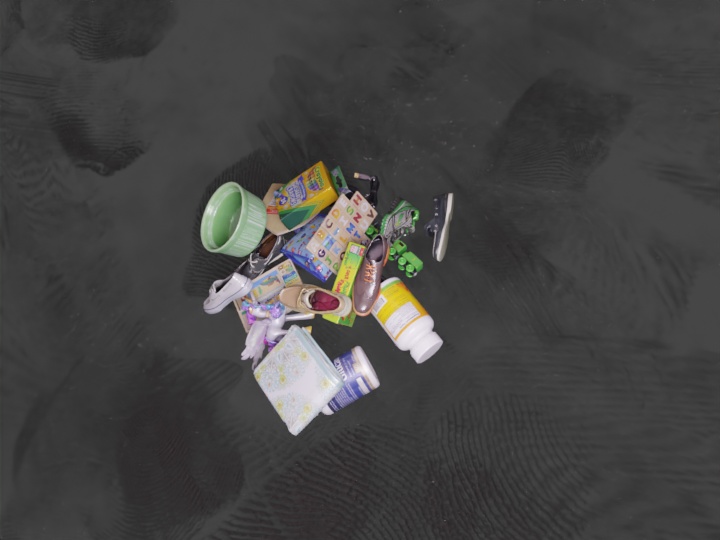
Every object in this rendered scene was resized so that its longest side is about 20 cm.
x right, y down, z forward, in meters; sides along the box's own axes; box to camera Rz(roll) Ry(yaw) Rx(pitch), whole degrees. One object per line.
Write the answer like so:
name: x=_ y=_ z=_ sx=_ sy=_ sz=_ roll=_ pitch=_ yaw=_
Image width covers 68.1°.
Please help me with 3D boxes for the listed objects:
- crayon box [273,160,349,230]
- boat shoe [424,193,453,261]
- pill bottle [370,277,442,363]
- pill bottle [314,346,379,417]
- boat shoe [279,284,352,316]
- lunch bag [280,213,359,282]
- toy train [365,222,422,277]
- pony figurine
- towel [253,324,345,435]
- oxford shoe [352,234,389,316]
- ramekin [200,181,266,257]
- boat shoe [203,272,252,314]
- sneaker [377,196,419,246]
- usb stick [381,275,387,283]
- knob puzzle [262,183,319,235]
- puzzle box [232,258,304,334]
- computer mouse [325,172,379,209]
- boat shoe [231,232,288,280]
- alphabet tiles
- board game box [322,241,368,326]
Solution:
crayon box: x=-0.138 y=-0.215 z=1.461 sx=0.198 sy=0.052 sz=0.127 roll=-31 pitch=47 yaw=10
boat shoe: x=0.203 y=-0.119 z=1.419 sx=0.065 sy=0.075 sz=0.203 roll=7 pitch=70 yaw=17
pill bottle: x=0.112 y=0.125 z=1.324 sx=0.111 sy=0.111 sz=0.201 roll=-37 pitch=66 yaw=-4
pill bottle: x=-0.062 y=0.281 z=1.301 sx=0.198 sy=0.111 sz=0.112 roll=-30 pitch=66 yaw=-1
boat shoe: x=-0.119 y=0.068 z=1.307 sx=0.197 sy=0.066 sz=0.075 roll=5 pitch=80 yaw=21
lunch bag: x=-0.126 y=-0.081 z=1.452 sx=0.151 sy=0.094 sz=0.199 roll=-48 pitch=42 yaw=-15
toy train: x=0.090 y=-0.061 z=1.442 sx=0.056 sy=0.042 sz=0.200 roll=-39 pitch=66 yaw=-15
pony figurine: x=-0.226 y=0.157 z=1.379 sx=0.196 sy=0.167 sz=0.196 roll=9 pitch=65 yaw=-3
towel: x=-0.149 y=0.252 z=1.255 sx=0.172 sy=0.048 sz=0.200 roll=-48 pitch=61 yaw=10
oxford shoe: x=0.019 y=0.008 z=1.287 sx=0.070 sy=0.073 sz=0.203 roll=10 pitch=73 yaw=10
ramekin: x=-0.353 y=-0.136 z=1.498 sx=0.198 sy=0.097 sz=0.203 roll=-17 pitch=64 yaw=38
boat shoe: x=-0.373 y=0.053 z=1.439 sx=0.198 sy=0.067 sz=0.074 roll=-29 pitch=33 yaw=32
sneaker: x=0.100 y=-0.118 z=1.413 sx=0.084 sy=0.079 sz=0.201 roll=23 pitch=52 yaw=11
usb stick: x=0.000 y=0.000 z=1.441 sx=0.199 sy=0.033 sz=0.056 roll=40 pitch=88 yaw=23
knob puzzle: x=-0.206 y=-0.170 z=1.532 sx=0.216 sy=0.031 sz=0.222 roll=-6 pitch=48 yaw=6
puzzle box: x=-0.250 y=0.071 z=1.471 sx=0.198 sy=0.025 sz=0.134 roll=-30 pitch=67 yaw=-1
computer mouse: x=-0.040 y=-0.239 z=1.511 sx=0.196 sy=0.046 sz=0.142 roll=6 pitch=51 yaw=12
boat shoe: x=-0.294 y=-0.031 z=1.499 sx=0.200 sy=0.068 sz=0.072 roll=-42 pitch=68 yaw=-4
alphabet tiles: x=-0.036 y=-0.096 z=1.382 sx=0.008 sy=0.167 sz=0.201 roll=24 pitch=77 yaw=47
board game box: x=-0.025 y=0.038 z=1.369 sx=0.047 sy=0.101 sz=0.203 roll=18 pitch=87 yaw=23
